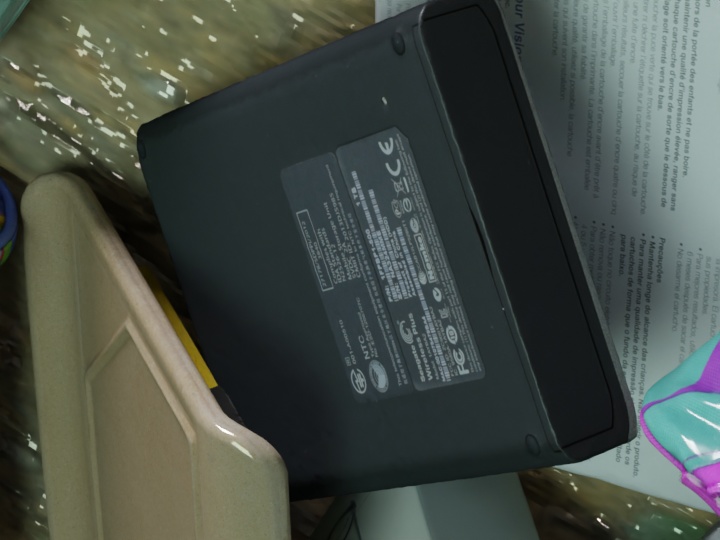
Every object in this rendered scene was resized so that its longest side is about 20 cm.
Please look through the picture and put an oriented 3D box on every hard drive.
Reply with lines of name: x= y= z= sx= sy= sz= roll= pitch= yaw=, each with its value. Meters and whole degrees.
hard drive: x=0.000 y=0.000 z=0.895 sx=0.200 sy=0.033 sz=0.140 roll=-15 pitch=94 yaw=60

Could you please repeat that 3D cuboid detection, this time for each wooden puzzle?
wooden puzzle: x=-0.066 y=0.084 z=0.995 sx=0.200 sy=0.037 sz=0.185 roll=-132 pitch=34 yaw=-51

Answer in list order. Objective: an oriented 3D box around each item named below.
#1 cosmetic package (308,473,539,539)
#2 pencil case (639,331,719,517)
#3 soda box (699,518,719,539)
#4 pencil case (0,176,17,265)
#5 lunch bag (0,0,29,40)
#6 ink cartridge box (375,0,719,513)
cosmetic package: x=0.005 y=0.171 z=0.978 sx=0.052 sy=0.151 sz=0.200 roll=11 pitch=131 yaw=-25
pencil case: x=0.169 y=0.002 z=0.766 sx=0.085 sy=0.092 sz=0.200 roll=44 pitch=119 yaw=3
soda box: x=0.094 y=0.160 z=0.965 sx=0.064 sy=0.068 sz=0.200 roll=42 pitch=130 yaw=7
pencil case: x=-0.172 y=0.051 z=1.066 sx=0.087 sy=0.078 sz=0.200 roll=48 pitch=140 yaw=43
lunch bag: x=-0.162 y=-0.148 z=0.949 sx=0.160 sy=0.077 sz=0.200 roll=46 pitch=131 yaw=0
ink cartridge box: x=0.099 y=-0.020 z=0.878 sx=0.199 sy=0.043 sz=0.197 roll=14 pitch=123 yaw=22
